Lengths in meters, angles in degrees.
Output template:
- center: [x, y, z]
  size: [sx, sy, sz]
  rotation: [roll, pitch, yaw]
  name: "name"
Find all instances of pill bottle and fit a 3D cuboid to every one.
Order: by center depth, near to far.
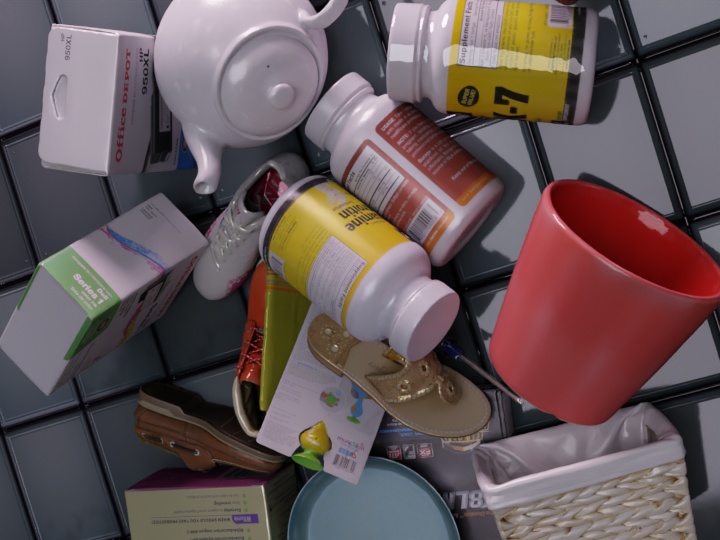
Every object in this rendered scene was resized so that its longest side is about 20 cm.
- center: [0.129, -0.207, 1.212]
  size: [0.197, 0.114, 0.116]
  rotation: [6, 99, 8]
  name: "pill bottle"
- center: [0.000, 0.000, 1.235]
  size: [0.199, 0.112, 0.113]
  rotation: [38, 107, 25]
  name: "pill bottle"
- center: [0.042, -0.108, 1.272]
  size: [0.200, 0.112, 0.112]
  rotation: [42, 107, 10]
  name: "pill bottle"

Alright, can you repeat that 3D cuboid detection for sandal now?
- center: [0.037, 0.100, 1.255]
  size: [0.210, 0.070, 0.078]
  rotation: [28, 67, 11]
  name: "sandal"

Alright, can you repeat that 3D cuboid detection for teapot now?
- center: [-0.105, -0.207, 1.255]
  size: [0.146, 0.196, 0.202]
  rotation: [43, 144, 49]
  name: "teapot"

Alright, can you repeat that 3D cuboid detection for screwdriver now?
- center: [0.111, 0.097, 1.256]
  size: [0.200, 0.028, 0.029]
  rotation: [43, 139, 52]
  name: "screwdriver"

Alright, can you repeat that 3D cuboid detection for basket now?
- center: [0.222, 0.226, 1.221]
  size: [0.198, 0.136, 0.125]
  rotation: [-15, 99, 2]
  name: "basket"

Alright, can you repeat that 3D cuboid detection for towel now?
- center: [-0.075, 0.050, 1.324]
  size: [0.018, 0.086, 0.203]
  rotation: [-3, 81, 41]
  name: "towel"

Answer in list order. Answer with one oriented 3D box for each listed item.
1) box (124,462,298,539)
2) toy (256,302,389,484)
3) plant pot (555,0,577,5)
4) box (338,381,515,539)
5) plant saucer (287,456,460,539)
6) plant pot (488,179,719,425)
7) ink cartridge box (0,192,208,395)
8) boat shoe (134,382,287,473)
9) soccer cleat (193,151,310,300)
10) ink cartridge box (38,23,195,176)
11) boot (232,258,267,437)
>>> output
- center: [-0.157, 0.331, 1.401]
  size: [0.174, 0.097, 0.203]
  rotation: [-6, 94, 19]
  name: "box"
- center: [-0.025, 0.119, 1.313]
  size: [0.114, 0.047, 0.202]
  rotation: [23, 62, -2]
  name: "toy"
- center: [0.220, -0.368, 1.147]
  size: [0.195, 0.200, 0.202]
  rotation: [-40, 84, 27]
  name: "plant pot"
- center: [0.075, 0.229, 1.337]
  size: [0.198, 0.050, 0.201]
  rotation: [-6, 94, 20]
  name: "box"
- center: [0.017, 0.296, 1.326]
  size: [0.198, 0.027, 0.203]
  rotation: [2, 97, 20]
  name: "plant saucer"
- center: [0.224, 0.038, 1.196]
  size: [0.199, 0.200, 0.178]
  rotation: [34, 117, 12]
  name: "plant pot"
- center: [-0.274, 0.023, 1.330]
  size: [0.084, 0.200, 0.145]
  rotation: [44, 130, 6]
  name: "ink cartridge box"
- center: [-0.171, 0.193, 1.408]
  size: [0.198, 0.072, 0.069]
  rotation: [22, 107, 25]
  name: "boat shoe"
- center: [-0.132, -0.049, 1.351]
  size: [0.070, 0.086, 0.201]
  rotation: [40, 107, 10]
  name: "soccer cleat"
- center: [-0.249, -0.180, 1.314]
  size: [0.083, 0.200, 0.146]
  rotation: [9, 100, 17]
  name: "ink cartridge box"
- center: [-0.099, 0.083, 1.347]
  size: [0.074, 0.107, 0.203]
  rotation: [0, 95, 21]
  name: "boot"
